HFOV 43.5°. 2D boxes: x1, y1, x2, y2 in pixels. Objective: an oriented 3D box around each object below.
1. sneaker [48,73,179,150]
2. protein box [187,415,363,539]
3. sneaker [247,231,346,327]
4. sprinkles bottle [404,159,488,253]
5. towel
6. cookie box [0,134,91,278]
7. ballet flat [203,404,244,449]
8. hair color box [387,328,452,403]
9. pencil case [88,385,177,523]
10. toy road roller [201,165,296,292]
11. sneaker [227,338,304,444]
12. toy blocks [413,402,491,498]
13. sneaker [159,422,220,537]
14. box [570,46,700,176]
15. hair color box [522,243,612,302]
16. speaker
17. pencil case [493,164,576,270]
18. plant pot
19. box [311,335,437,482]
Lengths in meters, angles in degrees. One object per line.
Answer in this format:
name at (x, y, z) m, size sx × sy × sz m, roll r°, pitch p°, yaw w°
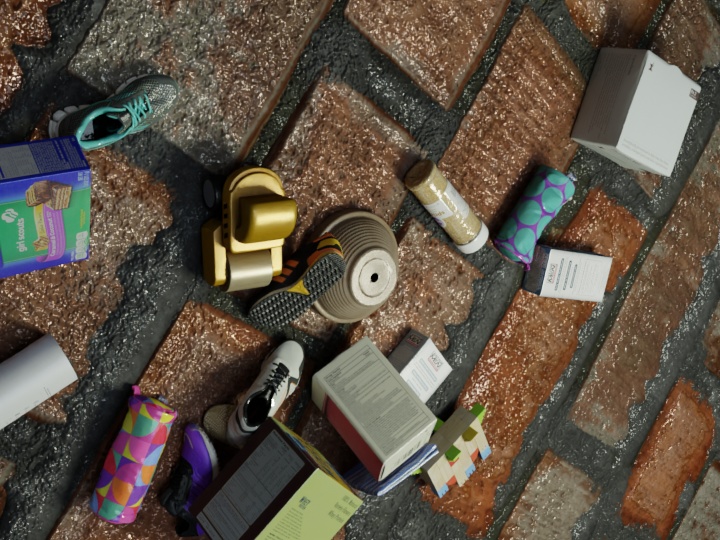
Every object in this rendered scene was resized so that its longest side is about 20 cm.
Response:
sneaker at (-0.336, -0.216, 1.274) m, size 0.198 × 0.091 × 0.079 m, roll -33°, pitch 121°, yaw -23°
protein box at (-0.135, 0.385, 1.481) m, size 0.200 × 0.134 × 0.199 m, roll -47°, pitch 144°, yaw -5°
sneaker at (-0.108, 0.015, 1.508) m, size 0.199 × 0.091 × 0.070 m, roll -36°, pitch 125°, yaw 18°
sprinkles bottle at (0.161, -0.117, 1.668) m, size 0.069 × 0.068 × 0.200 m, roll -52°, pitch 125°, yaw -11°
towel at (0.048, 0.355, 1.654) m, size 0.143 × 0.199 × 0.024 m, roll -34°, pitch 96°, yaw -20°
cookie box at (-0.464, -0.077, 1.193) m, size 0.196 × 0.076 × 0.173 m, roll -15°, pitch 142°, yaw -30°
ballet flat at (-0.180, 0.286, 1.548) m, size 0.198 × 0.065 × 0.072 m, roll 28°, pitch 91°, yaw -36°
hair color box at (0.075, 0.223, 1.713) m, size 0.200 × 0.060 × 0.099 m, roll -48°, pitch 125°, yaw -13°
pencil case at (-0.357, 0.292, 1.417) m, size 0.087 × 0.088 × 0.204 m, roll 22°, pitch 89°, yaw -37°
toy road roller at (-0.168, -0.060, 1.404) m, size 0.121 × 0.145 × 0.205 m, roll -9°, pitch 109°, yaw -32°
sneaker at (-0.147, 0.197, 1.508) m, size 0.073 × 0.080 × 0.202 m, roll 32°, pitch 61°, yaw -6°
toy blocks at (0.188, 0.378, 1.828) m, size 0.200 × 0.099 × 0.138 m, roll -43°, pitch 134°, yaw -18°
sneaker at (-0.286, 0.356, 1.492) m, size 0.098 × 0.069 × 0.205 m, roll -14°, pitch 111°, yaw -28°
box at (0.567, -0.325, 1.854) m, size 0.196 × 0.130 × 0.204 m, roll 17°, pitch 94°, yaw -36°
hair color box at (0.438, 0.006, 1.903) m, size 0.197 × 0.060 × 0.102 m, roll 6°, pitch 100°, yaw -37°
speaker at (-0.505, 0.175, 1.277) m, size 0.198 × 0.081 × 0.082 m, roll -35°, pitch 121°, yaw -22°
pencil case at (0.348, -0.109, 1.791) m, size 0.092 × 0.085 × 0.202 m, roll 36°, pitch 82°, yaw -8°
plant pot at (0.000, 0.000, 1.575) m, size 0.197 × 0.092 × 0.206 m, roll -10°, pitch 108°, yaw -32°
box at (0.020, 0.243, 1.581) m, size 0.127 × 0.201 × 0.110 m, roll -33°, pitch 158°, yaw -21°
